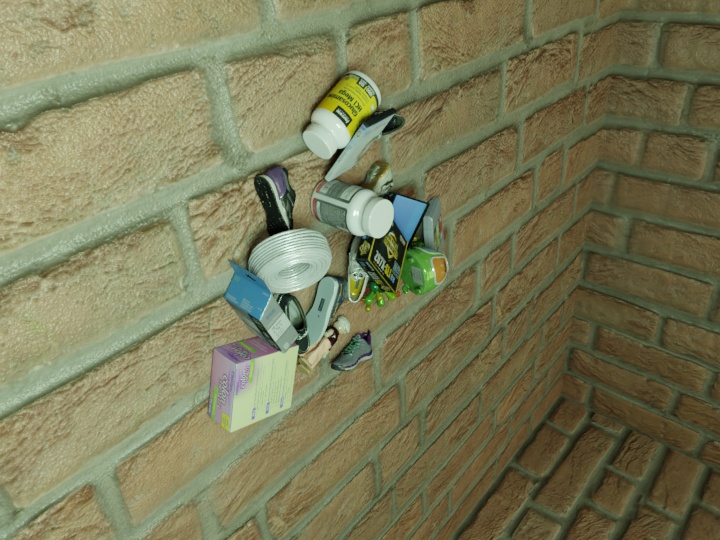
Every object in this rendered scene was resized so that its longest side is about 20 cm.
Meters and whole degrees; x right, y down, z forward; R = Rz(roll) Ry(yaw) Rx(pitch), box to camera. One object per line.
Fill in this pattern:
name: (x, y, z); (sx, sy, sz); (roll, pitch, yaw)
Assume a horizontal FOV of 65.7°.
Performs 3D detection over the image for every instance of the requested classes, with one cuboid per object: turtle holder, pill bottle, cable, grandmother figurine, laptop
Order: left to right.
cable: (-0.164, -0.019, 1.307); (0.197, 0.070, 0.200); (-4, 151, -36)
grandmother figurine: (-0.098, 0.203, 1.592); (0.200, 0.060, 0.122); (-45, 170, -34)
pill bottle: (-0.046, -0.366, 1.324); (0.201, 0.111, 0.113); (-54, 141, -19)
pill bottle: (-0.021, -0.153, 1.389); (0.115, 0.198, 0.118); (-27, 128, -40)
laptop: (0.078, -0.117, 1.567); (0.199, 0.103, 0.179); (-34, 154, -48)
turtle holder: (0.182, 0.000, 1.676); (0.130, 0.186, 0.143); (-19, 79, -24)

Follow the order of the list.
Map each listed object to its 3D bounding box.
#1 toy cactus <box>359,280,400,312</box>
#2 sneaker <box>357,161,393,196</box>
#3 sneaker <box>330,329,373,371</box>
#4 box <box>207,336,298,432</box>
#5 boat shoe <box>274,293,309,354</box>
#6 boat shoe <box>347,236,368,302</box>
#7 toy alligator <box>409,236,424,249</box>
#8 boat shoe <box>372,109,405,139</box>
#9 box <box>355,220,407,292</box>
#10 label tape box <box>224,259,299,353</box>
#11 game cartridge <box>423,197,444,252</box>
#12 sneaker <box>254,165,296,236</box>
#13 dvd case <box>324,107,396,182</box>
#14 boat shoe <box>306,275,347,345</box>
toy cactus: (0.057, 0.026, 1.671); (0.199, 0.101, 0.169); (-26, 123, -48)
sneaker: (0.031, -0.205, 1.535); (0.201, 0.075, 0.088); (-50, 140, -22)
sneaker: (-0.028, 0.240, 1.698); (0.199, 0.073, 0.090); (-17, 111, -59)
box: (-0.263, 0.269, 1.378); (0.198, 0.096, 0.180); (-11, 116, -50)
boat shoe: (-0.169, 0.145, 1.445); (0.076, 0.059, 0.202); (-51, 135, -34)
boat shoe: (-0.005, 0.000, 1.523); (0.087, 0.073, 0.205); (-84, -173, -60)
toy alligator: (0.179, -0.080, 1.802); (0.198, 0.054, 0.061); (-13, 118, -48)
boat shoe: (0.041, -0.383, 1.470); (0.198, 0.061, 0.076); (-18, 123, -46)
box: (0.061, -0.054, 1.494); (0.200, 0.048, 0.163); (50, 52, -54)
label tape box: (-0.239, 0.085, 1.278); (0.063, 0.143, 0.202); (-47, 138, -21)
game cartridge: (0.242, -0.120, 1.843); (0.134, 0.040, 0.203); (-59, 147, -43)
sneaker: (-0.176, -0.146, 1.307); (0.088, 0.075, 0.203); (-43, 137, -38)
dvd case: (-0.001, -0.308, 1.373); (0.142, 0.018, 0.200); (-41, 175, -47)
boat shoe: (-0.094, 0.113, 1.539); (0.090, 0.070, 0.204); (2, 113, -64)
